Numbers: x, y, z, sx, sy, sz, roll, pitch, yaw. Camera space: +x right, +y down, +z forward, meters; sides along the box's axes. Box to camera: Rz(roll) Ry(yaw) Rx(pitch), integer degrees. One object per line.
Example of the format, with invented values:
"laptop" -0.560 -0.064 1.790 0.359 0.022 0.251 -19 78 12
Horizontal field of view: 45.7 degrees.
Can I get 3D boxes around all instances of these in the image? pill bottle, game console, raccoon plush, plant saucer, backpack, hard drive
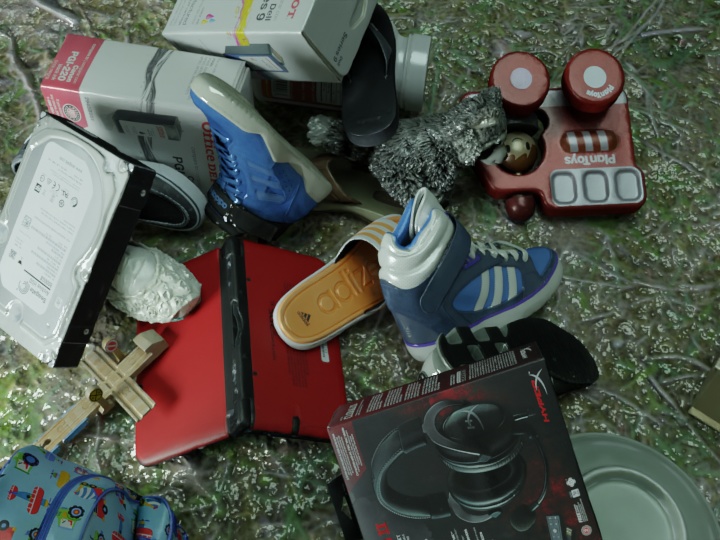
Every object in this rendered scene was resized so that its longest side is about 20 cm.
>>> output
"pill bottle" -0.020 -0.240 0.988 0.196 0.113 0.114 8 56 3
"game console" -0.117 0.084 0.830 0.170 0.119 0.203 14 51 -31
"raccoon plush" 0.056 -0.144 0.871 0.197 0.135 0.098 14 41 -20
"plant saucer" 0.219 0.226 0.728 0.196 0.051 0.203 1 56 -1
"backpack" -0.213 0.230 0.622 0.132 0.201 0.185 9 56 5
"hard drive" -0.283 -0.030 0.800 0.139 0.038 0.203 29 100 27

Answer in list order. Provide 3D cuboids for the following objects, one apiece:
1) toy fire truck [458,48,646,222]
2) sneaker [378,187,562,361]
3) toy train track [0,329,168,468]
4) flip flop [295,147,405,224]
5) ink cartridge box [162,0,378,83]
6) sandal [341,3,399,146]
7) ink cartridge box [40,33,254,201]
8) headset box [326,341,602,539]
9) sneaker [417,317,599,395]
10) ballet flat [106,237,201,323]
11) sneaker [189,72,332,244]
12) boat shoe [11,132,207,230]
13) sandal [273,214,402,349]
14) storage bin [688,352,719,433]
"toy fire truck" 0.209 -0.140 0.942 0.196 0.112 0.171 -3 75 -3
"sneaker" 0.105 -0.020 0.816 0.198 0.149 0.080 -28 24 -23
"toy train track" -0.260 0.124 0.774 0.114 0.033 0.200 29 67 40
"flip flop" -0.016 -0.096 0.925 0.197 0.058 0.082 18 60 8
"ink cartridge box" -0.087 -0.279 0.876 0.197 0.087 0.148 12 74 34
"sandal" 0.003 -0.218 0.875 0.075 0.043 0.203 -17 56 6
"ink cartridge box" -0.215 -0.155 0.906 0.196 0.147 0.086 8 54 5
"headset box" 0.072 0.163 0.684 0.197 0.077 0.151 -18 92 7
"sneaker" 0.133 0.098 0.802 0.197 0.089 0.075 4 47 -30
"ballet flat" -0.243 -0.007 0.832 0.198 0.072 0.072 23 58 31
"sneaker" -0.118 -0.094 0.821 0.111 0.200 0.077 -45 54 4
"boat shoe" -0.256 -0.082 0.876 0.197 0.072 0.068 25 39 -9
"sandal" 0.005 0.007 0.831 0.206 0.059 0.080 -38 90 -36
"storage bin" 0.443 0.093 0.795 0.197 0.094 0.200 32 61 18
